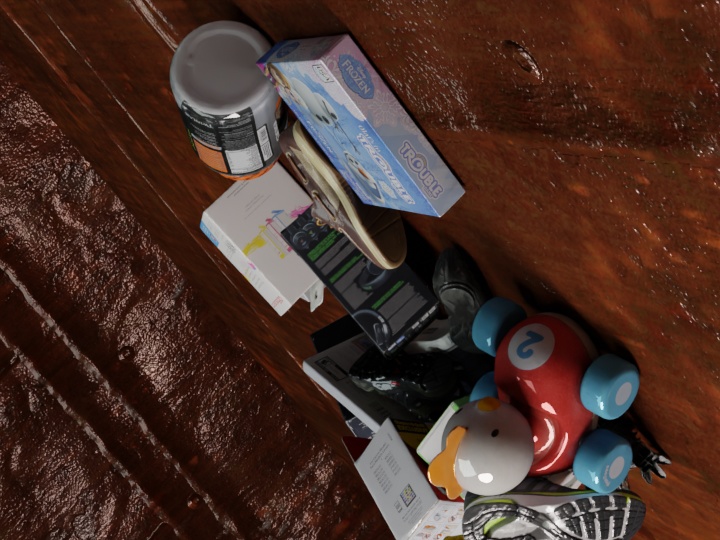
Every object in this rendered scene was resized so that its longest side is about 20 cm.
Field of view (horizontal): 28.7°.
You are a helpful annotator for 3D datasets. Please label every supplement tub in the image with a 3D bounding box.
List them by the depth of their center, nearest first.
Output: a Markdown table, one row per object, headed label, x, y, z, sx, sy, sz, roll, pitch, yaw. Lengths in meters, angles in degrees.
| label | x | y | z | sx | sy | sz | roll | pitch | yaw |
| --- | --- | --- | --- | --- | --- | --- | --- | --- | --- |
| supplement tub | -0.145 | -0.186 | 1.610 | 0.122 | 0.122 | 0.200 | 43 | 167 | 15 |

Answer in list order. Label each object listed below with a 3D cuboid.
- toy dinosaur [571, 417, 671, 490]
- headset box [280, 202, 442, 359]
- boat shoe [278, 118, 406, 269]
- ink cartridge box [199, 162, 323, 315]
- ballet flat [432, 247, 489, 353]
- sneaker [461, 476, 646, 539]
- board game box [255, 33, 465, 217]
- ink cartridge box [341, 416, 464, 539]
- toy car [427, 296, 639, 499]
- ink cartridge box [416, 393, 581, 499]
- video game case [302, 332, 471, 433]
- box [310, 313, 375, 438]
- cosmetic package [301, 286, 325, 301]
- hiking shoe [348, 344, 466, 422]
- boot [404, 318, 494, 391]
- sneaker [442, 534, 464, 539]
| label | x | y | z | sx | sy | sz | roll | pitch | yaw |
| --- | --- | --- | --- | --- | --- | --- | --- | --- | --- |
| toy dinosaur | 0.255 | 0.195 | 1.556 | 0.199 | 0.102 | 0.136 | 33 | -167 | -32 |
| headset box | 0.000 | 0.000 | 1.697 | 0.200 | 0.093 | 0.174 | 49 | 179 | 7 |
| boat shoe | -0.023 | -0.083 | 1.590 | 0.072 | 0.072 | 0.201 | -27 | 105 | 43 |
| ink cartridge box | -0.110 | -0.039 | 1.950 | 0.200 | 0.125 | 0.129 | 47 | 168 | -2 |
| ballet flat | 0.128 | 0.043 | 1.616 | 0.066 | 0.057 | 0.200 | -4 | 150 | 14 |
| sneaker | 0.200 | 0.243 | 1.470 | 0.081 | 0.197 | 0.075 | -98 | 12 | -63 |
| board game box | -0.004 | -0.148 | 1.440 | 0.201 | 0.043 | 0.199 | 51 | 166 | -19 |
| ink cartridge box | 0.100 | 0.243 | 1.693 | 0.199 | 0.084 | 0.176 | 13 | -147 | -43 |
| toy car | 0.145 | 0.150 | 1.411 | 0.184 | 0.199 | 0.179 | 28 | 130 | 41 |
| ink cartridge box | 0.179 | 0.212 | 1.644 | 0.145 | 0.084 | 0.199 | 43 | -156 | 18 |
| video game case | 0.052 | 0.144 | 1.880 | 0.200 | 0.181 | 0.022 | 36 | 137 | 39 |
| box | 0.040 | 0.186 | 2.032 | 0.199 | 0.122 | 0.201 | 61 | -178 | -40 |
| cosmetic package | -0.136 | -0.043 | 2.204 | 0.201 | 0.051 | 0.082 | 53 | 167 | -27 |
| hiking shoe | 0.061 | 0.153 | 1.789 | 0.199 | 0.076 | 0.101 | 8 | 136 | 56 |
| boot | 0.106 | 0.113 | 1.819 | 0.091 | 0.073 | 0.200 | 54 | 166 | -10 |
| sneaker | 0.181 | 0.300 | 1.510 | 0.078 | 0.198 | 0.073 | 88 | 165 | -47 |
